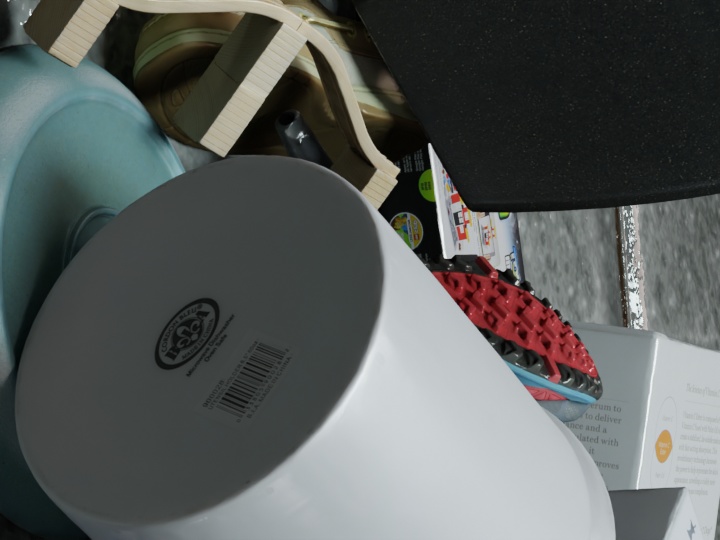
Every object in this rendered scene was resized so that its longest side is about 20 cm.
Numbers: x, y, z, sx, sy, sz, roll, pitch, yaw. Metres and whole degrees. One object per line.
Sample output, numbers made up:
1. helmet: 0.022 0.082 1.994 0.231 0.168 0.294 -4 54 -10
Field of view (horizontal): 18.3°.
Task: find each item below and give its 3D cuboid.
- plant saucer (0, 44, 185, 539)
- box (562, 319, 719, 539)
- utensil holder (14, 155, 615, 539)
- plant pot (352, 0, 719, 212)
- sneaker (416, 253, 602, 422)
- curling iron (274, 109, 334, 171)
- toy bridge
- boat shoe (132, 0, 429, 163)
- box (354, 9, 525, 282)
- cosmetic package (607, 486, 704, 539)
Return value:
1. plant saucer: -0.110 0.007 0.903 0.200 0.027 0.201 22 66 -62
2. box: 0.122 0.131 1.214 0.152 0.106 0.201 14 83 -64
3. utensil holder: -0.016 0.075 0.868 0.200 0.169 0.171 50 42 -45
4. plant pot: 0.101 -0.142 1.057 0.200 0.177 0.200 60 18 -30
5. sneaker: 0.019 0.044 1.036 0.199 0.096 0.079 13 36 -30
6. curling iron: 0.000 0.000 1.053 0.200 0.025 0.050 69 33 -43
7. toy bridge: -0.050 -0.082 0.929 0.200 0.027 0.067 31 99 -44
8. boat shoe: -0.039 -0.094 1.027 0.200 0.074 0.067 16 53 -58
9. box: 0.047 -0.050 1.220 0.110 0.035 0.201 -16 99 -63
10. cosmetic package: 0.069 0.214 1.028 0.200 0.199 0.123 68 31 -28
